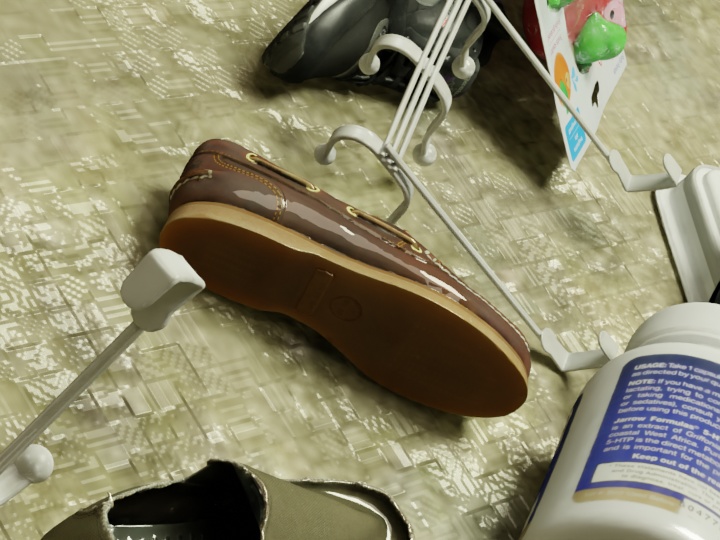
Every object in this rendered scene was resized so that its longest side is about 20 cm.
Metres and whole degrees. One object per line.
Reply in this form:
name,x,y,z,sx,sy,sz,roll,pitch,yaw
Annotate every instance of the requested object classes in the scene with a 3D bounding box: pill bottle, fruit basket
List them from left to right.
fruit basket,0.129,-0.185,1.260,0.185,0.094,0.200,-56,130,-60
pill bottle,0.150,0.106,1.025,0.120,0.120,0.200,38,38,-5

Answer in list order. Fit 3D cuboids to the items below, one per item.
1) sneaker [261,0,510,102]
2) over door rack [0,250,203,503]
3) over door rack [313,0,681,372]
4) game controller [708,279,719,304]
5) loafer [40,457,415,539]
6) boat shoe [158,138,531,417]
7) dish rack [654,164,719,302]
sneaker,0.027,-0.133,1.194,0.088,0.076,0.200,51,38,3
over door rack,-0.073,0.109,0.755,0.148,0.200,0.067,48,25,9
over door rack,0.070,-0.053,1.139,0.200,0.067,0.148,40,52,-23
game controller,0.272,0.069,1.201,0.200,0.042,0.104,48,40,-13
loafer,-0.046,0.119,0.881,0.200,0.070,0.075,-4,56,-43
boat shoe,0.000,0.000,1.037,0.200,0.070,0.070,31,43,-14
dish rack,0.281,0.013,1.295,0.200,0.044,0.172,16,44,-31
